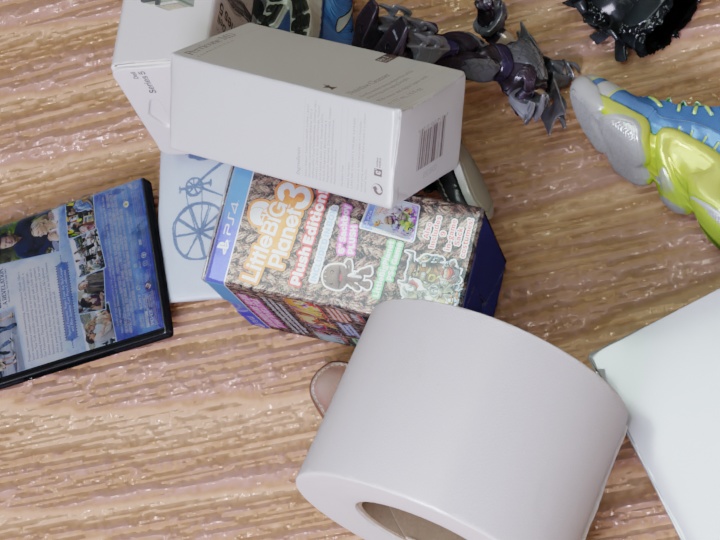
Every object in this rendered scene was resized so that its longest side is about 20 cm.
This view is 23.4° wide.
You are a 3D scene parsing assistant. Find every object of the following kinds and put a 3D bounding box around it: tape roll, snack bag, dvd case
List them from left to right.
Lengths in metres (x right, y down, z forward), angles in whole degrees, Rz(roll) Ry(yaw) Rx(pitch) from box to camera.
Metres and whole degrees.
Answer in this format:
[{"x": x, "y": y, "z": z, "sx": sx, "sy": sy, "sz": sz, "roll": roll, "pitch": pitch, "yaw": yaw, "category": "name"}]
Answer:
[{"x": -0.260, "y": 0.015, "z": 1.500, "sx": 0.199, "sy": 0.018, "sz": 0.143, "roll": -17, "pitch": 72, "yaw": 18, "category": "dvd case"}, {"x": -0.079, "y": -0.067, "z": 1.481, "sx": 0.199, "sy": 0.021, "sz": 0.189, "roll": -3, "pitch": 75, "yaw": 13, "category": "snack bag"}, {"x": 0.072, "y": 0.127, "z": 1.220, "sx": 0.202, "sy": 0.203, "sz": 0.140, "roll": 17, "pitch": 70, "yaw": 20, "category": "tape roll"}]

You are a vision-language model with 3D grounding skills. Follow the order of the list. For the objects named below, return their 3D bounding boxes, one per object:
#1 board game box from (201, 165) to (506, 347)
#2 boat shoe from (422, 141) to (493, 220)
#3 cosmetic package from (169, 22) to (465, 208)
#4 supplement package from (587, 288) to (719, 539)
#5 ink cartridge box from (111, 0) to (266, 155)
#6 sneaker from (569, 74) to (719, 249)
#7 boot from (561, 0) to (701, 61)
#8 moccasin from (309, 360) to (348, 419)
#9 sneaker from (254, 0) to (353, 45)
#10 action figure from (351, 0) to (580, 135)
[{"x": 0.000, "y": 0.000, "z": 1.351, "sx": 0.199, "sy": 0.159, "sz": 0.097, "roll": 12, "pitch": 78, "yaw": 13, "category": "board game box"}, {"x": 0.053, "y": -0.098, "z": 1.395, "sx": 0.060, "sy": 0.074, "sz": 0.200, "roll": -29, "pitch": 44, "yaw": 8, "category": "boat shoe"}, {"x": -0.034, "y": -0.120, "z": 1.302, "sx": 0.199, "sy": 0.113, "sz": 0.081, "roll": 17, "pitch": 118, "yaw": 24, "category": "cosmetic package"}, {"x": 0.284, "y": 0.124, "z": 1.271, "sx": 0.155, "sy": 0.111, "sz": 0.201, "roll": -27, "pitch": 70, "yaw": 8, "category": "supplement package"}, {"x": -0.134, "y": -0.217, "z": 1.454, "sx": 0.084, "sy": 0.146, "sz": 0.201, "roll": -1, "pitch": 64, "yaw": 14, "category": "ink cartridge box"}, {"x": 0.262, "y": -0.104, "z": 1.369, "sx": 0.105, "sy": 0.076, "sz": 0.200, "roll": -43, "pitch": 76, "yaw": -11, "category": "sneaker"}, {"x": 0.224, "y": -0.285, "z": 1.424, "sx": 0.162, "sy": 0.073, "sz": 0.199, "roll": 39, "pitch": 95, "yaw": 25, "category": "boot"}, {"x": 0.033, "y": 0.145, "z": 1.357, "sx": 0.074, "sy": 0.078, "sz": 0.202, "roll": -41, "pitch": 68, "yaw": 3, "category": "moccasin"}, {"x": -0.041, "y": -0.217, "z": 1.483, "sx": 0.078, "sy": 0.089, "sz": 0.201, "roll": -1, "pitch": 54, "yaw": 27, "category": "sneaker"}, {"x": 0.097, "y": -0.170, "z": 1.389, "sx": 0.070, "sy": 0.199, "sz": 0.130, "roll": -65, "pitch": 35, "yaw": 30, "category": "action figure"}]
